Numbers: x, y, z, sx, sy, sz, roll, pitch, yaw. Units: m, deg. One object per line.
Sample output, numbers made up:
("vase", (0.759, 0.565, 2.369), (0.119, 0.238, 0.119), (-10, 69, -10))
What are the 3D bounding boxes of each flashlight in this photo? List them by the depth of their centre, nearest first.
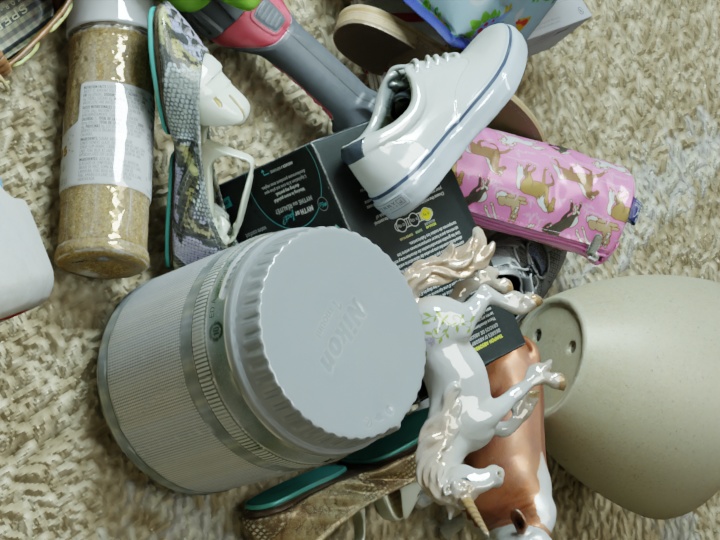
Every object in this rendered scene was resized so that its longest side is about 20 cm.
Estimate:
("flashlight", (-0.048, -0.157, 1.639), (0.200, 0.068, 0.068), (42, 24, -23))

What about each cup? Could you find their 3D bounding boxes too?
("cup", (0.202, 0.087, 1.701), (0.143, 0.200, 0.201), (17, 66, -30))

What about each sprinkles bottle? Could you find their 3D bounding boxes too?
("sprinkles bottle", (-0.179, -0.098, 1.507), (0.068, 0.068, 0.201), (15, 67, -37))

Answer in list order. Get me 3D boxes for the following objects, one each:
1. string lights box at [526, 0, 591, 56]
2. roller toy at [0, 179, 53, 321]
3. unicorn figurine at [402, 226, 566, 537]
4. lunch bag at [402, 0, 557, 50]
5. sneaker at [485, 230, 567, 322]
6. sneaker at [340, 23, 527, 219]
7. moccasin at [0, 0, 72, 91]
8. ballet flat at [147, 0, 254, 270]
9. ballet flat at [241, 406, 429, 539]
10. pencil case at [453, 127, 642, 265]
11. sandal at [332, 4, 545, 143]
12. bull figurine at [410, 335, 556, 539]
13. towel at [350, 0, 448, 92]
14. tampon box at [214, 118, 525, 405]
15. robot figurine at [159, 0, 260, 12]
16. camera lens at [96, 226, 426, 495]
("string lights box", (0.099, -0.274, 1.781), (0.103, 0.059, 0.200), (-24, 81, -47))
("roller toy", (-0.295, -0.014, 1.305), (0.182, 0.200, 0.140), (-23, 91, -53))
("unicorn figurine", (0.078, 0.081, 1.480), (0.137, 0.074, 0.200), (-21, 78, -32))
("lunch bag", (0.079, -0.289, 1.671), (0.200, 0.170, 0.127), (47, 15, 26))
("sneaker", (0.121, 0.017, 1.722), (0.075, 0.082, 0.200), (55, 49, -13))
("sneaker", (0.055, -0.125, 1.515), (0.071, 0.073, 0.200), (50, 49, -17))
("moccasin", (-0.267, -0.148, 1.440), (0.201, 0.078, 0.074), (-37, 102, -41))
("ballet flat", (-0.110, -0.094, 1.514), (0.072, 0.072, 0.201), (-22, 118, -43))
("ballet flat", (-0.001, 0.166, 1.581), (0.200, 0.070, 0.065), (-24, 102, -29))
("pencil case", (0.121, -0.065, 1.697), (0.199, 0.087, 0.083), (15, 106, -20))
("sandal", (0.074, -0.169, 1.718), (0.211, 0.078, 0.070), (31, 54, -25))
("bull figurine", (0.100, 0.150, 1.630), (0.065, 0.121, 0.201), (28, 57, -46))
("towel", (0.060, -0.164, 1.768), (0.144, 0.023, 0.201), (-8, 83, -43))
("tampon box", (0.000, 0.000, 1.576), (0.126, 0.150, 0.201), (-24, 93, -42))
("robot figurine", (-0.150, -0.262, 1.523), (0.200, 0.175, 0.116), (28, 88, 5))
("camera lens", (-0.073, 0.063, 1.459), (0.160, 0.200, 0.160), (14, 68, -37))
